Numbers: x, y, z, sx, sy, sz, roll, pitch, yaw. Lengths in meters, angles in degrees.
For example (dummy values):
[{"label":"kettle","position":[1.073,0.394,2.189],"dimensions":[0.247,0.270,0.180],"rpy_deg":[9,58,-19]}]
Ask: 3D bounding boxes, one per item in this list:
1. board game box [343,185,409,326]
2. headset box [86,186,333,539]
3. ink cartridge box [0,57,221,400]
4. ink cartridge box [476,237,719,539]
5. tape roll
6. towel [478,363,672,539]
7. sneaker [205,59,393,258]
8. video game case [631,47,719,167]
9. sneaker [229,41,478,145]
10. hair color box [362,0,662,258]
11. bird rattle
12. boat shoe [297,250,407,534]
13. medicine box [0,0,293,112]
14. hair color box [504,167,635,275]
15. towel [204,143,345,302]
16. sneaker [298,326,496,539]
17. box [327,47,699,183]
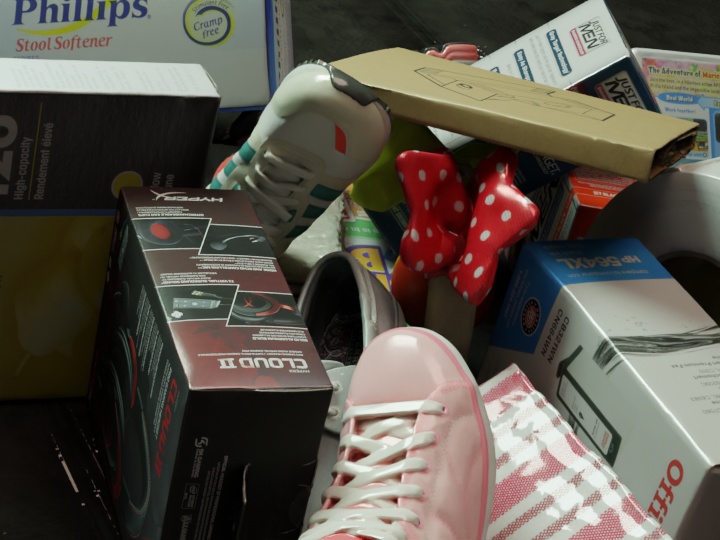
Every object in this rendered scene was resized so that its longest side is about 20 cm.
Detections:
[{"label":"board game box","position":[0.000,0.000,1.159],"dimensions":[0.095,0.030,0.200],"rpy_deg":[12,33,-6]},{"label":"headset box","position":[-0.081,0.071,0.883],"dimensions":[0.075,0.149,0.200],"rpy_deg":[1,34,-21]},{"label":"ink cartridge box","position":[-0.188,-0.018,0.931],"dimensions":[0.199,0.198,0.047],"rpy_deg":[-3,34,-27]},{"label":"ink cartridge box","position":[0.148,0.096,0.949],"dimensions":[0.084,0.146,0.200],"rpy_deg":[0,34,-27]},{"label":"tape roll","position":[0.245,0.029,1.051],"dimensions":[0.139,0.203,0.203],"rpy_deg":[-14,41,-39]},{"label":"towel","position":[0.073,0.150,0.873],"dimensions":[0.146,0.030,0.200],"rpy_deg":[-36,45,-3]},{"label":"sneaker","position":[-0.048,-0.039,0.973],"dimensions":[0.070,0.200,0.094],"rpy_deg":[31,60,-12]},{"label":"video game case","position":[0.289,-0.067,1.283],"dimensions":[0.199,0.183,0.024],"rpy_deg":[3,-11,-19]},{"label":"sneaker","position":[0.003,-0.110,1.294],"dimensions":[0.199,0.087,0.074],"rpy_deg":[-16,8,-11]},{"label":"hair color box","position":[0.094,-0.096,1.159],"dimensions":[0.200,0.061,0.100],"rpy_deg":[-28,31,13]},{"label":"bird rattle","position":[0.058,-0.012,1.019],"dimensions":[0.112,0.164,0.200],"rpy_deg":[-2,24,-10]},{"label":"boat shoe","position":[-0.019,0.073,0.923],"dimensions":[0.070,0.072,0.201],"rpy_deg":[-15,42,23]},{"label":"medicine box","position":[-0.143,-0.165,1.185],"dimensions":[0.181,0.103,0.200],"rpy_deg":[-3,12,3]},{"label":"hair color box","position":[0.145,-0.047,1.216],"dimensions":[0.064,0.111,0.200],"rpy_deg":[10,30,-11]},{"label":"towel","position":[-0.074,-0.028,1.132],"dimensions":[0.132,0.035,0.200],"rpy_deg":[0,32,1]},{"label":"sneaker","position":[0.013,0.111,0.810],"dimensions":[0.075,0.105,0.201],"rpy_deg":[-8,67,23]},{"label":"box","position":[0.089,-0.094,1.010],"dimensions":[0.199,0.021,0.163],"rpy_deg":[17,15,16]}]
